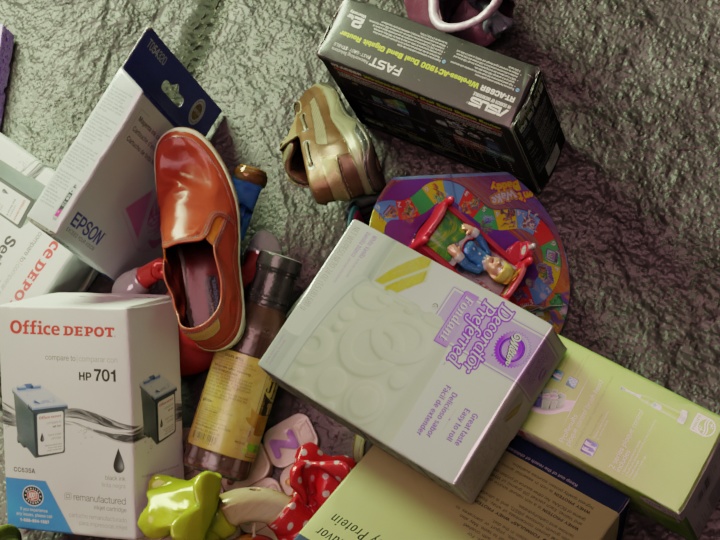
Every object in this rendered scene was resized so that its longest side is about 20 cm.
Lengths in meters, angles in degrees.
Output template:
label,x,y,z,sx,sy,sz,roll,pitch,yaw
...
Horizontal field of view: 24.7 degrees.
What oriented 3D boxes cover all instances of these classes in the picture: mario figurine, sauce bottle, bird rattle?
label,x,y,z,sx,sy,sz,roll,pitch,yaw
mario figurine,-0.150,-0.004,1.512,0.122,0.106,0.202,15,91,22
sauce bottle,-0.099,0.083,1.452,0.064,0.065,0.202,17,88,21
bird rattle,-0.087,0.229,1.397,0.198,0.113,0.165,-1,103,-24

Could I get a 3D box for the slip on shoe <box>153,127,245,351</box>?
label,x,y,z,sx,sy,sz,roll,pitch,yaw
slip on shoe,-0.143,-0.031,1.424,0.073,0.061,0.202,-14,76,17

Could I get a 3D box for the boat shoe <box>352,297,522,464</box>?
label,x,y,z,sx,sy,sz,roll,pitch,yaw
boat shoe,0.068,0.094,1.423,0.065,0.073,0.201,31,83,27

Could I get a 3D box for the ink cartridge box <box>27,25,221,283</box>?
label,x,y,z,sx,sy,sz,roll,pitch,yaw
ink cartridge box,-0.197,-0.092,1.495,0.043,0.196,0.201,30,83,22

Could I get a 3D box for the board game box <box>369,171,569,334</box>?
label,x,y,z,sx,sy,sz,roll,pitch,yaw
board game box,0.102,-0.014,1.399,0.198,0.039,0.160,-4,74,-28

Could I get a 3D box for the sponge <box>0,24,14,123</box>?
label,x,y,z,sx,sy,sz,roll,pitch,yaw
sponge,-0.419,-0.150,1.672,0.110,0.030,0.202,0,73,17

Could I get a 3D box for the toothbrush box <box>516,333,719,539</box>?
label,x,y,z,sx,sy,sz,roll,pitch,yaw
toothbrush box,0.197,0.128,1.334,0.199,0.146,0.087,28,82,22

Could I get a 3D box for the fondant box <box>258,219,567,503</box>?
label,x,y,z,sx,sy,sz,roll,pitch,yaw
fondant box,0.040,0.068,1.291,0.199,0.058,0.145,29,79,27

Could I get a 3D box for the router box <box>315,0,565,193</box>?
label,x,y,z,sx,sy,sz,roll,pitch,yaw
router box,0.074,-0.154,1.459,0.198,0.150,0.063,23,79,22

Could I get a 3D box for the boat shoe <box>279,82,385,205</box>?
label,x,y,z,sx,sy,sz,roll,pitch,yaw
boat shoe,-0.038,-0.112,1.468,0.073,0.076,0.200,-24,23,-5

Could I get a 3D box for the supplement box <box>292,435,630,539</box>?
label,x,y,z,sx,sy,sz,roll,pitch,yaw
supplement box,0.074,0.239,1.298,0.199,0.135,0.200,26,51,23

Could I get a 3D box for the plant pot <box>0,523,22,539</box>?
label,x,y,z,sx,sy,sz,roll,pitch,yaw
plant pot,-0.271,0.349,1.397,0.189,0.200,0.201,27,82,10

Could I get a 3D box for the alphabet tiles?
label,x,y,z,sx,sy,sz,roll,pitch,yaw
alphabet tiles,-0.109,0.222,1.467,0.194,0.015,0.201,-29,67,6

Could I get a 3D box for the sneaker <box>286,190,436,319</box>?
label,x,y,z,sx,sy,sz,roll,pitch,yaw
sneaker,0.000,0.000,1.447,0.199,0.121,0.084,-38,66,2

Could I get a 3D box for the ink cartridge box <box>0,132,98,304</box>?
label,x,y,z,sx,sy,sz,roll,pitch,yaw
ink cartridge box,-0.346,-0.046,1.568,0.199,0.084,0.147,33,85,12

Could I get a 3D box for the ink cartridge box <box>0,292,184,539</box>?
label,x,y,z,sx,sy,sz,roll,pitch,yaw
ink cartridge box,-0.237,0.126,1.453,0.145,0.086,0.203,0,96,27

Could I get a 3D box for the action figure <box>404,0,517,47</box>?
label,x,y,z,sx,sy,sz,roll,pitch,yaw
action figure,0.054,-0.284,1.517,0.133,0.149,0.202,-28,81,13
